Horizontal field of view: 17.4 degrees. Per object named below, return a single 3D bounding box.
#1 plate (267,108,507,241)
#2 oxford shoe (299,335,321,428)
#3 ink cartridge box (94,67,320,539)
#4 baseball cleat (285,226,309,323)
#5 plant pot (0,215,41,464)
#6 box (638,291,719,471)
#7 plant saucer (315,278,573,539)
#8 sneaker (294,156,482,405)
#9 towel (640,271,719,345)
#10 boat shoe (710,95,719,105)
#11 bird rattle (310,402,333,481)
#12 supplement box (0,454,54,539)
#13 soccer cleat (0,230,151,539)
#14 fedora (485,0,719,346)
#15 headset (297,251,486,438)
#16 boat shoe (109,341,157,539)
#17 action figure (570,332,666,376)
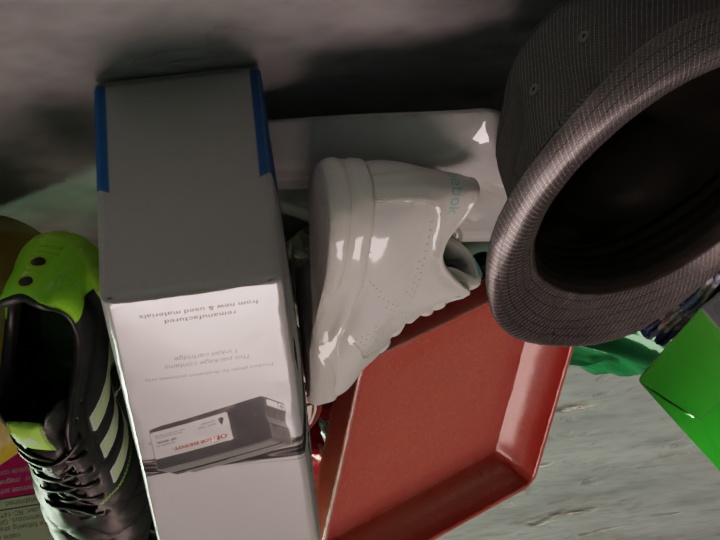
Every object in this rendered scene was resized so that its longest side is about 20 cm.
[{"bbox_3d":[0.030,-0.043,1.215,0.199,0.032,0.199,0,171,33],"label":"plate"},{"bbox_3d":[-0.083,0.006,1.276,0.070,0.075,0.200,-21,127,3],"label":"oxford shoe"},{"bbox_3d":[-0.073,0.025,1.135,0.084,0.145,0.200,-7,137,-1],"label":"ink cartridge box"},{"bbox_3d":[0.000,0.000,1.354,0.106,0.070,0.200,-10,-171,-16],"label":"baseball cleat"},{"bbox_3d":[-0.248,0.045,1.227,0.200,0.201,0.189,-15,178,31],"label":"plant pot"},{"bbox_3d":[0.273,0.025,1.375,0.176,0.097,0.200,-40,172,-11],"label":"box"},{"bbox_3d":[0.046,0.086,1.419,0.199,0.037,0.200,-24,140,-37],"label":"plant saucer"},{"bbox_3d":[0.014,0.010,1.168,0.088,0.075,0.200,-5,155,-10],"label":"sneaker"},{"bbox_3d":[0.233,-0.023,1.357,0.147,0.024,0.200,-39,172,-12],"label":"towel"},{"bbox_3d":[0.189,-0.070,1.207,0.068,0.072,0.200,-38,173,-7],"label":"boat shoe"},{"bbox_3d":[-0.079,0.050,1.428,0.200,0.163,0.113,13,112,-50],"label":"bird rattle"},{"bbox_3d":[-0.194,0.113,1.460,0.103,0.201,0.101,-9,166,10],"label":"supplement box"},{"bbox_3d":[-0.148,0.077,1.162,0.067,0.201,0.081,5,-150,18],"label":"soccer cleat"},{"bbox_3d":[0.122,-0.066,1.062,0.176,0.090,0.200,1,136,-40],"label":"fedora"},{"bbox_3d":[0.035,0.045,1.503,0.094,0.124,0.200,-29,165,-42],"label":"headset"},{"bbox_3d":[-0.124,0.132,1.313,0.060,0.076,0.200,25,136,25],"label":"boat shoe"},{"bbox_3d":[0.119,0.038,1.607,0.199,0.055,0.118,11,160,-31],"label":"action figure"}]
